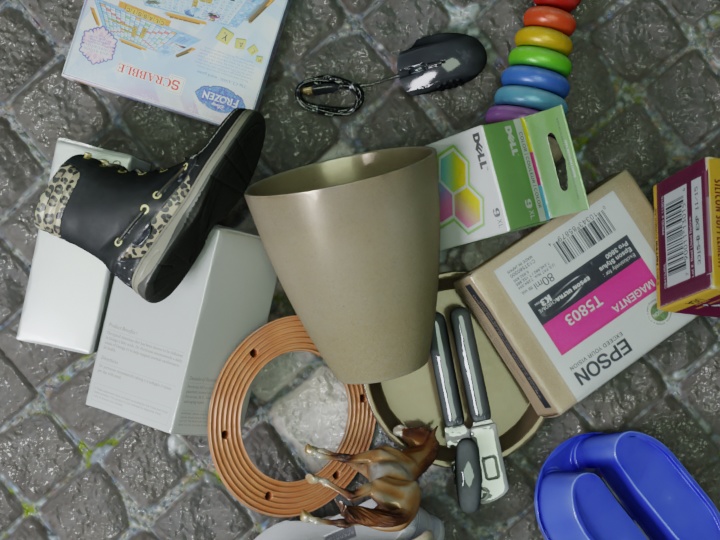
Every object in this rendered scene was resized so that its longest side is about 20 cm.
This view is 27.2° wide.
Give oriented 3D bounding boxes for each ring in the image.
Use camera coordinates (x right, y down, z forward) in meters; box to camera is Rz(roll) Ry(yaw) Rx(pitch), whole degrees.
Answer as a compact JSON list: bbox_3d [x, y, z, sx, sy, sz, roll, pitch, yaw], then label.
[{"bbox_3d":[-0.067,0.144,1.472,0.200,0.019,0.201,-3,95,-37],"label":"ring"}]

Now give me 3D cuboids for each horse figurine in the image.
[{"bbox_3d":[0.012,0.200,1.402,0.132,0.200,0.050,8,109,-3],"label":"horse figurine"}]

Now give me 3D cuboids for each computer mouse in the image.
[{"bbox_3d":[0.031,-0.198,1.509,0.199,0.034,0.059,-16,91,2],"label":"computer mouse"}]

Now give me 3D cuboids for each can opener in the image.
[{"bbox_3d":[0.105,0.136,1.467,0.052,0.066,0.201,-11,86,1],"label":"can opener"}]

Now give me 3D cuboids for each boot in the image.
[{"bbox_3d":[-0.195,-0.087,1.376,0.153,0.074,0.204,27,77,23],"label":"boot"},{"bbox_3d":[-0.014,0.283,1.490,0.200,0.096,0.074,-20,59,24],"label":"boot"}]

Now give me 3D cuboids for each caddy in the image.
[{"bbox_3d":[0.265,0.251,1.475,0.141,0.105,0.200,-38,90,-22],"label":"caddy"}]

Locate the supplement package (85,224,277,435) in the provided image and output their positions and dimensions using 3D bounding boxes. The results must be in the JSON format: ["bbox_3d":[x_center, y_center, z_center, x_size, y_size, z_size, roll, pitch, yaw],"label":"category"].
[{"bbox_3d":[-0.170,0.051,1.456,0.117,0.117,0.201,14,91,33],"label":"supplement package"}]

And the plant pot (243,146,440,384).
[{"bbox_3d":[0.000,0.000,1.424,0.187,0.187,0.201,-12,102,1],"label":"plant pot"}]

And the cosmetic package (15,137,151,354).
[{"bbox_3d":[-0.274,-0.022,1.480,0.081,0.113,0.201,13,89,2],"label":"cosmetic package"}]

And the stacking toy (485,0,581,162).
[{"bbox_3d":[0.180,-0.213,1.485,0.085,0.085,0.201,13,87,1],"label":"stacking toy"}]

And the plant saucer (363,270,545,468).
[{"bbox_3d":[0.101,0.100,1.509,0.199,0.029,0.201,0,91,0],"label":"plant saucer"}]

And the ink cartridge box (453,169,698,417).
[{"bbox_3d":[0.220,0.023,1.468,0.200,0.075,0.165,-34,89,-11],"label":"ink cartridge box"}]

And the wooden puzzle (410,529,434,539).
[{"bbox_3d":[-0.017,0.330,1.450,0.199,0.185,0.046,-11,51,-1],"label":"wooden puzzle"}]

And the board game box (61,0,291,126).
[{"bbox_3d":[-0.178,-0.261,1.509,0.199,0.041,0.200,18,91,1],"label":"board game box"}]

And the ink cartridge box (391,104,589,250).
[{"bbox_3d":[0.120,-0.083,1.431,0.059,0.200,0.104,-14,90,-38],"label":"ink cartridge box"}]

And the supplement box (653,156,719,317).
[{"bbox_3d":[0.392,-0.023,1.426,0.199,0.103,0.131,5,74,-19],"label":"supplement box"}]
